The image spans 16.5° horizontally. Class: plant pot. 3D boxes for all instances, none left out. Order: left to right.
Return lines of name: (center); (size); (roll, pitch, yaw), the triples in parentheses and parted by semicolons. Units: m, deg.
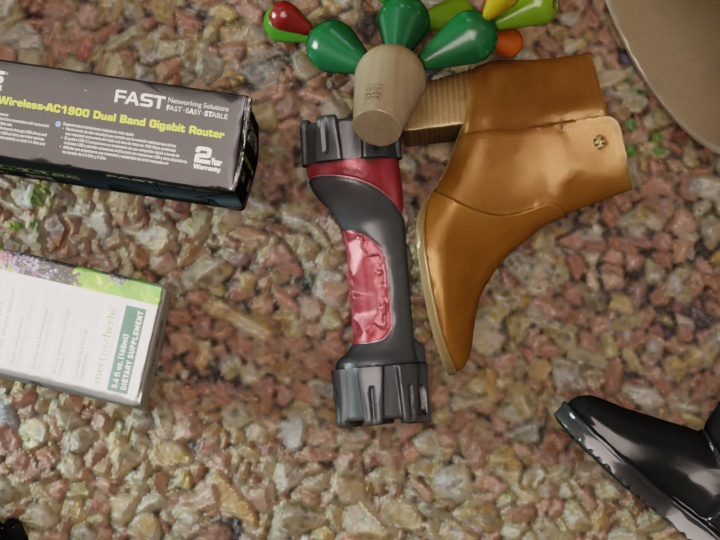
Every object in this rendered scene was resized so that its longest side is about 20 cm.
plant pot: (0.283, -0.198, 1.581); (0.199, 0.187, 0.188); (-27, 86, -16)

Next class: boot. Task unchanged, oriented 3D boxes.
boot: (0.105, -0.039, 1.607); (0.143, 0.071, 0.202); (-7, 81, 2)
boot: (0.245, 0.072, 1.601); (0.165, 0.066, 0.200); (40, 90, -6)

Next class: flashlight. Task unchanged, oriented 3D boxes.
flashlight: (0.000, 0.000, 1.609); (0.067, 0.068, 0.201); (-5, 86, 26)

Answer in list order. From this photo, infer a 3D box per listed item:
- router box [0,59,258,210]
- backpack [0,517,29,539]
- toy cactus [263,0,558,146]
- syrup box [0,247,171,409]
router box: (-0.165, -0.086, 1.572); (0.199, 0.150, 0.062); (8, 86, 1)
backpack: (-0.336, 0.207, 1.556); (0.199, 0.154, 0.191); (25, 96, -1)
toy cactus: (0.028, -0.152, 1.585); (0.199, 0.103, 0.165); (5, 46, 9)
syrup box: (-0.227, 0.029, 1.598); (0.199, 0.081, 0.079); (13, 85, 0)
